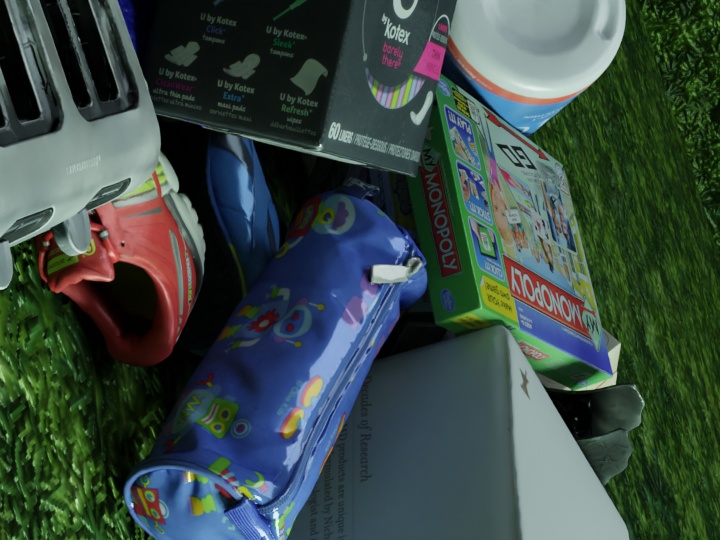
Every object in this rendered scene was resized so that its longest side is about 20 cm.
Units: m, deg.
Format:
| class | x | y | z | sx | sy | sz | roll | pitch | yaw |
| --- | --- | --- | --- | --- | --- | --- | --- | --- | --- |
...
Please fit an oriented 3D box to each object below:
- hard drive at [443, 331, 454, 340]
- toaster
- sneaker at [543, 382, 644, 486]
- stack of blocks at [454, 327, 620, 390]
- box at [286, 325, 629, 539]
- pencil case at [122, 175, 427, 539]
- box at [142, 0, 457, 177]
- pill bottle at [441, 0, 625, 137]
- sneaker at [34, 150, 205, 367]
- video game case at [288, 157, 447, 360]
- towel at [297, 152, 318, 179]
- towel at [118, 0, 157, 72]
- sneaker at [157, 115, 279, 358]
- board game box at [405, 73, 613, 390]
| class | x | y | z | sx | sy | sz | roll | pitch | yaw |
| --- | --- | --- | --- | --- | --- | --- | --- | --- | --- |
| hard drive | 0.062 | 0.023 | 1.523 | 0.200 | 0.042 | 0.136 | 53 | 44 | -67 |
| toaster | -0.172 | -0.087 | 0.822 | 0.181 | 0.118 | 0.201 | -32 | 105 | -74 |
| sneaker | 0.068 | 0.095 | 1.271 | 0.104 | 0.198 | 0.060 | 68 | 36 | -50 |
| stack of blocks | 0.096 | 0.086 | 1.404 | 0.115 | 0.058 | 0.201 | 40 | -28 | 26 |
| box | 0.038 | 0.177 | 1.151 | 0.199 | 0.170 | 0.201 | 57 | 23 | -43 |
| pencil case | -0.034 | 0.051 | 1.072 | 0.078 | 0.086 | 0.201 | 52 | 51 | -28 |
| box | -0.017 | -0.157 | 1.063 | 0.122 | 0.105 | 0.202 | 7 | 96 | -66 |
| pill bottle | 0.067 | -0.124 | 1.299 | 0.200 | 0.111 | 0.113 | 140 | -62 | -67 |
| sneaker | -0.125 | -0.034 | 1.007 | 0.085 | 0.077 | 0.200 | -82 | 151 | -44 |
| video game case | 0.000 | 0.000 | 1.260 | 0.200 | 0.025 | 0.182 | 118 | -30 | -55 |
| towel | -0.007 | -0.071 | 1.488 | 0.133 | 0.034 | 0.201 | -37 | 110 | -73 |
| towel | -0.108 | -0.180 | 1.102 | 0.148 | 0.049 | 0.200 | 53 | 36 | -3 |
| sneaker | -0.081 | -0.049 | 1.167 | 0.078 | 0.066 | 0.202 | 14 | 64 | -66 |
| board game box | 0.079 | -0.018 | 1.213 | 0.200 | 0.029 | 0.136 | 26 | 48 | -62 |
